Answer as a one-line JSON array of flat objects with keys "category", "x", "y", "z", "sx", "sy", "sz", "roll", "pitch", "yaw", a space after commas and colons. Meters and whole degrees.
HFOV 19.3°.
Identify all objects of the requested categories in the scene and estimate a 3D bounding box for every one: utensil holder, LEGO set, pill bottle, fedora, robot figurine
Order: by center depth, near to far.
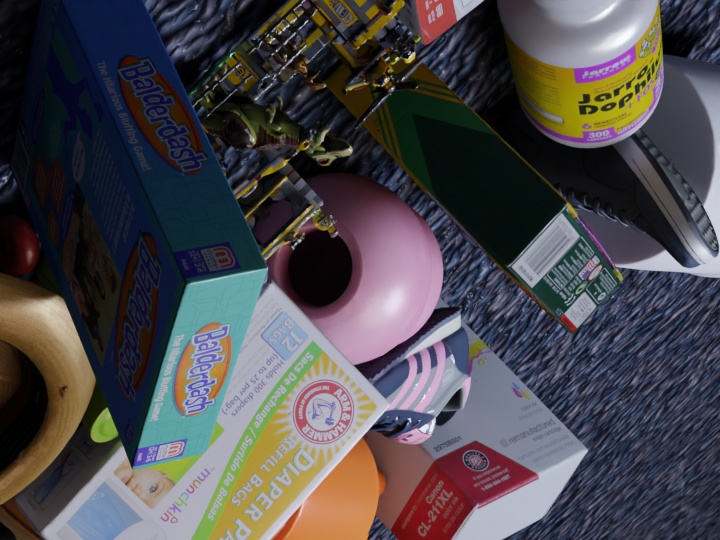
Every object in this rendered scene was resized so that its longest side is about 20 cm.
[{"category": "fedora", "x": -0.239, "y": 0.056, "z": 1.124, "sx": 0.199, "sy": 0.082, "sz": 0.202, "roll": -22, "pitch": 139, "yaw": -20}, {"category": "LEGO set", "x": -0.031, "y": -0.074, "z": 1.163, "sx": 0.200, "sy": 0.116, "sz": 0.154, "roll": -45, "pitch": -170, "yaw": -12}, {"category": "pill bottle", "x": 0.143, "y": -0.163, "z": 1.378, "sx": 0.104, "sy": 0.104, "sz": 0.200, "roll": -40, "pitch": 159, "yaw": -5}, {"category": "robot figurine", "x": -0.065, "y": 0.152, "z": 1.480, "sx": 0.143, "sy": 0.117, "sz": 0.199, "roll": -37, "pitch": 151, "yaw": 23}, {"category": "utensil holder", "x": 0.238, "y": -0.081, "z": 1.620, "sx": 0.170, "sy": 0.170, "sz": 0.199, "roll": -51, "pitch": 154, "yaw": 22}]

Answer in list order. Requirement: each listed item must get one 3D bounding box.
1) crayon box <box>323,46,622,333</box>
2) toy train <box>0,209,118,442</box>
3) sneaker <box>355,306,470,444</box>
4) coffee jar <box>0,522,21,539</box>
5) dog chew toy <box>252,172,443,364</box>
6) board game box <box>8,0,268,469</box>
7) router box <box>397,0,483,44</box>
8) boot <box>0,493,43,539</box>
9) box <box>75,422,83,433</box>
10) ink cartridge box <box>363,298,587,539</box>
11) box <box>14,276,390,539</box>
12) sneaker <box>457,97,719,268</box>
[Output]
[{"category": "crayon box", "x": 0.077, "y": -0.055, "z": 1.370, "sx": 0.058, "sy": 0.173, "sz": 0.200, "roll": -46, "pitch": 158, "yaw": 2}, {"category": "toy train", "x": -0.169, "y": 0.054, "z": 1.225, "sx": 0.084, "sy": 0.116, "sz": 0.201, "roll": -21, "pitch": 150, "yaw": -42}, {"category": "sneaker", "x": 0.021, "y": 0.090, "z": 1.471, "sx": 0.070, "sy": 0.083, "sz": 0.199, "roll": -5, "pitch": -166, "yaw": 37}, {"category": "coffee jar", "x": -0.212, "y": 0.200, "z": 1.459, "sx": 0.104, "sy": 0.086, "sz": 0.199, "roll": -31, "pitch": 170, "yaw": 38}, {"category": "dog chew toy", "x": 0.000, "y": 0.000, "z": 1.428, "sx": 0.125, "sy": 0.125, "sz": 0.200, "roll": -47, "pitch": 167, "yaw": 11}, {"category": "board game box", "x": -0.115, "y": -0.028, "z": 1.044, "sx": 0.045, "sy": 0.201, "sz": 0.153, "roll": -10, "pitch": 147, "yaw": -25}, {"category": "router box", "x": 0.079, "y": -0.242, "z": 1.191, "sx": 0.179, "sy": 0.049, "sz": 0.200, "roll": -39, "pitch": 159, "yaw": -8}, {"category": "boot", "x": -0.145, "y": 0.119, "z": 1.359, "sx": 0.156, "sy": 0.199, "sz": 0.077, "roll": -62, "pitch": 179, "yaw": 2}, {"category": "box", "x": -0.112, "y": 0.072, "z": 1.474, "sx": 0.143, "sy": 0.036, "sz": 0.200, "roll": -47, "pitch": 157, "yaw": 13}, {"category": "ink cartridge box", "x": 0.048, "y": 0.113, "z": 1.605, "sx": 0.145, "sy": 0.200, "sz": 0.083, "roll": -19, "pitch": 147, "yaw": -46}, {"category": "box", "x": -0.096, "y": 0.109, "z": 1.280, "sx": 0.200, "sy": 0.112, "sz": 0.101, "roll": -48, "pitch": -163, "yaw": -8}, {"category": "sneaker", "x": 0.151, "y": -0.042, "z": 1.497, "sx": 0.146, "sy": 0.203, "sz": 0.077, "roll": -43, "pitch": 145, "yaw": 11}]
